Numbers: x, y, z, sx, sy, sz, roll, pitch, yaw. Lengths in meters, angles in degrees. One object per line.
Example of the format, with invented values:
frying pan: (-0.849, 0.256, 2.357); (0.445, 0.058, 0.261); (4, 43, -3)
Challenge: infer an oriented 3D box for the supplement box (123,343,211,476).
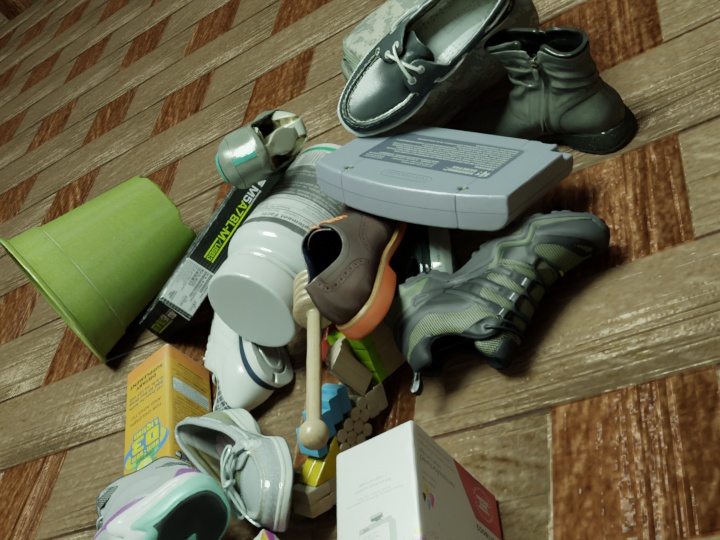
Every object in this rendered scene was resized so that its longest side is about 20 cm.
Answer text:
supplement box: (-0.190, 0.169, 0.908); (0.067, 0.069, 0.200); (-38, 37, 15)

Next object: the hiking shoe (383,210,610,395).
hiking shoe: (0.119, 0.029, 0.742); (0.200, 0.076, 0.101); (-28, 59, 15)

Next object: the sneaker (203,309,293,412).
sneaker: (-0.131, 0.068, 0.953); (0.081, 0.076, 0.200); (-44, 31, 18)

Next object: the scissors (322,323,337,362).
scissors: (0.000, 0.000, 0.869); (0.014, 0.073, 0.200); (13, 69, 15)

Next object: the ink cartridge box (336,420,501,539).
ink cartridge box: (0.044, 0.212, 0.571); (0.067, 0.116, 0.200); (-28, 38, 23)

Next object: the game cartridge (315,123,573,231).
game cartridge: (0.066, -0.084, 0.797); (0.200, 0.042, 0.133); (15, 40, 36)

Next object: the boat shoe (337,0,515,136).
boat shoe: (0.055, -0.202, 0.823); (0.200, 0.076, 0.060); (-46, -3, 5)

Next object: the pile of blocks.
pile of blocks: (-0.024, 0.109, 0.782); (0.062, 0.082, 0.200); (-1, 54, 46)

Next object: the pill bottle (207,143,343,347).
pill bottle: (-0.060, -0.027, 0.904); (0.113, 0.113, 0.200); (-10, 35, 40)

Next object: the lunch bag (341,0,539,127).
lunch bag: (0.082, -0.230, 0.934); (0.200, 0.139, 0.168); (-38, 8, 4)

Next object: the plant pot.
plant pot: (-0.313, -0.017, 1.154); (0.190, 0.200, 0.200); (-40, 32, -17)

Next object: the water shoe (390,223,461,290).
water shoe: (0.042, -0.045, 0.870); (0.079, 0.072, 0.200); (-16, 40, 4)

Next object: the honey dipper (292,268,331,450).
honey dipper: (-0.035, 0.068, 0.734); (0.038, 0.038, 0.200); (-33, 31, 17)

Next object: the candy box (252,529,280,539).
candy box: (-0.104, 0.312, 0.670); (0.200, 0.061, 0.136); (-44, 33, 0)

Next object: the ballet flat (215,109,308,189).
ballet flat: (-0.085, -0.131, 0.936); (0.064, 0.067, 0.200); (-24, 13, 20)

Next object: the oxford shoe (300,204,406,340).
oxford shoe: (-0.009, -0.029, 0.795); (0.071, 0.073, 0.200); (-41, 24, 25)

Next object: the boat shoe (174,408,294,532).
boat shoe: (-0.108, 0.168, 0.786); (0.202, 0.065, 0.075); (-153, 68, -64)

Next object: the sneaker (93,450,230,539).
sneaker: (-0.202, 0.236, 0.759); (0.200, 0.078, 0.140); (-44, 27, -13)

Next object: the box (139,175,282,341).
box: (-0.172, -0.021, 1.043); (0.200, 0.047, 0.193); (-59, 8, -20)

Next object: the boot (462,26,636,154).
boot: (0.153, -0.175, 0.853); (0.200, 0.131, 0.068); (9, 60, 50)
